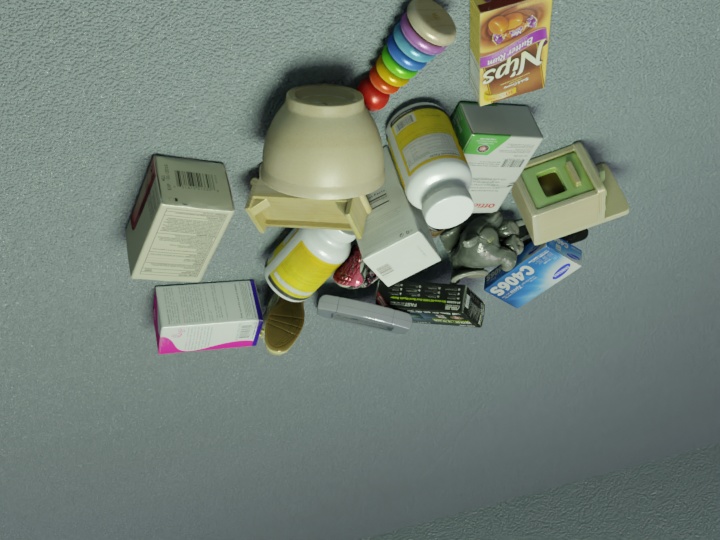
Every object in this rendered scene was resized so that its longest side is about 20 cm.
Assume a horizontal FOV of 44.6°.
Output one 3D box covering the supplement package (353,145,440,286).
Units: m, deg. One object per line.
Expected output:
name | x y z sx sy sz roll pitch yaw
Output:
supplement package | 0.047 -0.096 1.546 0.109 0.201 0.114 -26 145 13

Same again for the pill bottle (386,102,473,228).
pill bottle | 0.118 -0.172 1.454 0.111 0.201 0.112 -12 147 -8

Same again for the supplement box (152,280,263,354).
supplement box | -0.306 0.093 1.749 0.199 0.104 0.101 -4 146 -21

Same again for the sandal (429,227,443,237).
sandal | 0.125 -0.092 1.696 0.200 0.080 0.057 -20 125 19

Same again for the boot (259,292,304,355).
boot | -0.165 0.113 1.764 0.072 0.201 0.155 19 139 -11

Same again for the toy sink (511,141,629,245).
toy sink | 0.403 -0.157 1.687 0.199 0.131 0.112 -18 147 2

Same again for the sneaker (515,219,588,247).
sneaker | 0.411 -0.046 1.868 0.199 0.112 0.073 -2 145 -23

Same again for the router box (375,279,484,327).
router box | 0.148 0.071 1.863 0.199 0.062 0.150 4 167 24

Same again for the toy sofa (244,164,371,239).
toy sofa | -0.086 -0.118 1.485 0.199 0.098 0.083 4 152 18

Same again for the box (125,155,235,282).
box | -0.309 -0.083 1.484 0.127 0.109 0.200 4 142 -30

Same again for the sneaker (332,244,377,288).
sneaker | 0.000 0.000 1.675 0.075 0.200 0.081 42 99 -6

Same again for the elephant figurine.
elephant figurine | 0.227 -0.030 1.807 0.155 0.142 0.200 36 142 -18

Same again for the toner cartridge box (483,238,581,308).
toner cartridge box | 0.351 0.001 1.804 0.095 0.043 0.200 26 141 -19

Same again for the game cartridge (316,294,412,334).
game cartridge | 0.008 0.093 1.851 0.199 0.042 0.133 13 165 -2

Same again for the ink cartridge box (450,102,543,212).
ink cartridge box | 0.212 -0.198 1.578 0.145 0.084 0.200 -1 143 -24

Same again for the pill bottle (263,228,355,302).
pill bottle | -0.088 -0.038 1.649 0.112 0.112 0.200 13 137 -38

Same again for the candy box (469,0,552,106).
candy box | 0.234 -0.359 1.382 0.116 0.057 0.200 -17 148 -3

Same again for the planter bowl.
planter bowl | -0.057 -0.210 1.365 0.199 0.200 0.135 -7 119 -16

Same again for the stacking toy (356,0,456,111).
stacking toy | 0.057 -0.318 1.344 0.085 0.086 0.200 9 143 -34
